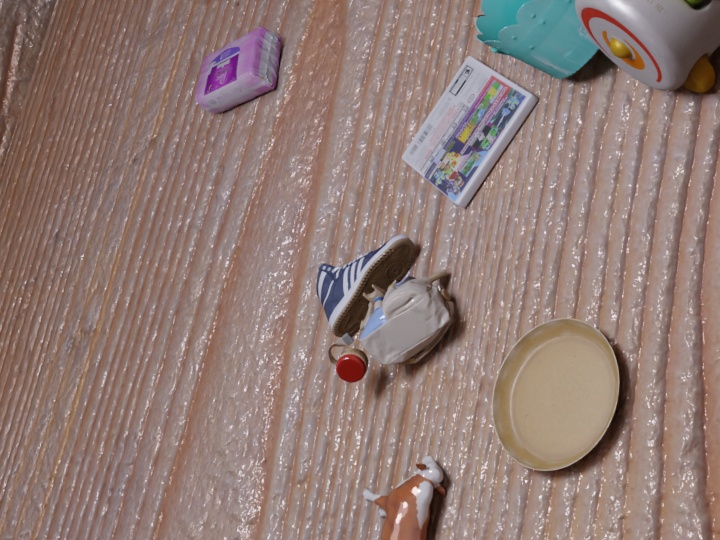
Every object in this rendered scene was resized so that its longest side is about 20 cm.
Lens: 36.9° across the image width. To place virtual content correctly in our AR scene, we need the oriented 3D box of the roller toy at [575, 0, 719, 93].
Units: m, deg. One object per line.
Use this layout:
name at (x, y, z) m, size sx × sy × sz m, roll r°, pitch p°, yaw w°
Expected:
roller toy at (0.374, -0.328, 1.385) m, size 0.140 × 0.200 × 0.182 m, roll -47°, pitch 44°, yaw 1°

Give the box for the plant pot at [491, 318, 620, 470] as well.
plant pot at (0.255, 0.162, 1.396) m, size 0.199 × 0.027 × 0.202 m, roll -24°, pitch 54°, yaw 38°

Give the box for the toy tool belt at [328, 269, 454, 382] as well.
toy tool belt at (0.050, 0.079, 1.620) m, size 0.199 × 0.125 × 0.123 m, roll -38°, pitch 15°, yaw 24°

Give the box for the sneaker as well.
sneaker at (0.000, 0.000, 1.733) m, size 0.201 × 0.070 × 0.109 m, roll -52°, pitch 42°, yaw 20°

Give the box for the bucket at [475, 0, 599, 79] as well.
bucket at (0.273, -0.384, 1.538) m, size 0.208 × 0.134 × 0.208 m, roll -51°, pitch 22°, yaw 29°

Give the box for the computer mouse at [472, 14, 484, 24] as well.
computer mouse at (0.210, -0.466, 1.769) m, size 0.199 × 0.046 × 0.142 m, roll 25°, pitch 94°, yaw 46°

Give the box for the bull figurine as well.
bull figurine at (0.055, 0.353, 1.492) m, size 0.121 × 0.065 × 0.202 m, roll -15°, pitch 58°, yaw 48°

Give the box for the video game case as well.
video game case at (0.168, -0.221, 1.700) m, size 0.201 × 0.023 × 0.182 m, roll -56°, pitch 40°, yaw 10°

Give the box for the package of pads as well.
package of pads at (-0.250, -0.409, 2.224) m, size 0.199 × 0.075 × 0.122 m, roll -15°, pitch 59°, yaw 44°
